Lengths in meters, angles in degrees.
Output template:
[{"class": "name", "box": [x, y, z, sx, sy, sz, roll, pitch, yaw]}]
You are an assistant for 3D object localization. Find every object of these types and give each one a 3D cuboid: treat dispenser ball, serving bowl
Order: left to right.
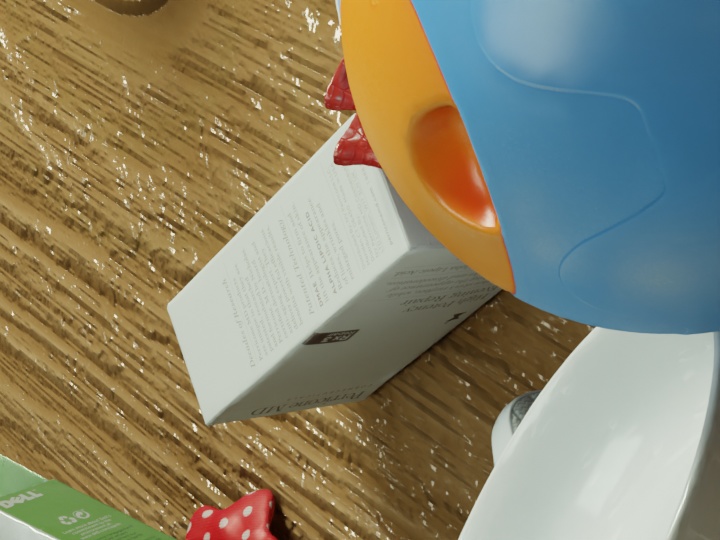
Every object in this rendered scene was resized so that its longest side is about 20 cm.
[{"class": "serving bowl", "box": [0.092, 0.106, 0.676, 0.200, 0.066, 0.200, -58, 11, 17]}, {"class": "treat dispenser ball", "box": [0.093, -0.081, 0.600, 0.201, 0.200, 0.202, 16, 110, 52]}]

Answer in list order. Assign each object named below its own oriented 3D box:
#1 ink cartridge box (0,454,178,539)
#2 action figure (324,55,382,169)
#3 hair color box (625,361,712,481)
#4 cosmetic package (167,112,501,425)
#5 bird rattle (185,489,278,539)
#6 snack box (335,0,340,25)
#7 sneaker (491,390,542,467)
[{"class": "ink cartridge box", "box": [-0.158, 0.181, 1.048, 0.199, 0.059, 0.104, 21, 110, 30]}, {"class": "action figure", "box": [0.087, -0.044, 0.761, 0.199, 0.052, 0.066, 18, 145, 17]}, {"class": "hair color box", "box": [0.165, 0.064, 0.730, 0.200, 0.060, 0.099, -55, 53, 43]}, {"class": "cosmetic package", "box": [0.000, 0.000, 0.910, 0.200, 0.101, 0.074, -45, 60, 50]}, {"class": "bird rattle", "box": [-0.081, 0.229, 1.106, 0.163, 0.112, 0.200, 53, 124, 17]}, {"class": "snack box", "box": [0.048, -0.165, 0.871, 0.200, 0.024, 0.072, -10, 90, 54]}, {"class": "sneaker", "box": [0.104, 0.147, 0.821, 0.071, 0.073, 0.200, -54, 54, 44]}]
